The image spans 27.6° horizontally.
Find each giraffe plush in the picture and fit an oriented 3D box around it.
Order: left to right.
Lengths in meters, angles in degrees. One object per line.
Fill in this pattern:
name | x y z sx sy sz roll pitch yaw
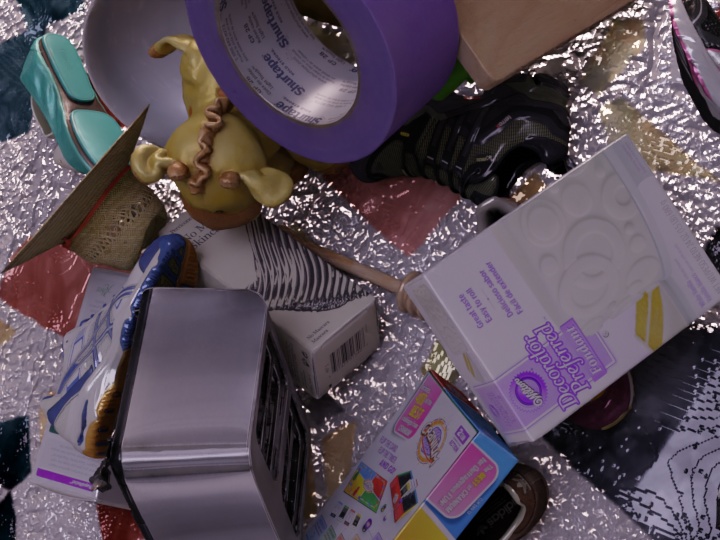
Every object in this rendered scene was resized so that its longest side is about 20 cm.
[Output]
giraffe plush | -0.103 -0.106 1.216 0.172 0.200 0.163 -11 45 24

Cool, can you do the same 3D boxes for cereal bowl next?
cereal bowl | -0.145 -0.204 1.323 0.199 0.201 0.084 -12 34 23

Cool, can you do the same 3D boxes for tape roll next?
tape roll | -0.031 -0.187 1.098 0.199 0.201 0.085 23 49 30

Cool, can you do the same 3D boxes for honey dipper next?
honey dipper | 0.000 0.000 1.264 0.199 0.038 0.038 23 86 35

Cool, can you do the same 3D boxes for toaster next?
toaster | -0.117 0.135 1.159 0.118 0.181 0.201 -5 48 11

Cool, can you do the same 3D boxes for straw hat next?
straw hat | -0.217 -0.045 1.276 0.085 0.201 0.201 41 97 -11

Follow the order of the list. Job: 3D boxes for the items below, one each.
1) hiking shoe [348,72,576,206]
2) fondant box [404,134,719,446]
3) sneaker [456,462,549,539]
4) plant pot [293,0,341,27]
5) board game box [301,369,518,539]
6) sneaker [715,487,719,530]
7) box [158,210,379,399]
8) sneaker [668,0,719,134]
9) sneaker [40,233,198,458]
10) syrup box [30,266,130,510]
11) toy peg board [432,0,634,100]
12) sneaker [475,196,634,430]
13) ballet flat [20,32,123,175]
hiking shoe | 0.082 -0.095 1.224 0.199 0.076 0.101 -16 65 21
fondant box | 0.154 0.014 1.085 0.199 0.058 0.145 -34 90 -16
sneaker | 0.060 0.221 1.133 0.200 0.076 0.070 -47 72 6
plant pot | -0.027 -0.329 1.291 0.200 0.176 0.200 -47 60 6
board game box | 0.026 0.187 1.135 0.200 0.040 0.153 -52 17 4
sneaker | 0.285 0.173 1.046 0.088 0.074 0.200 30 80 30
box | -0.079 0.016 1.261 0.200 0.069 0.082 35 59 29
sneaker | 0.309 -0.137 1.133 0.086 0.080 0.201 -26 72 4
sneaker | -0.210 0.053 1.233 0.088 0.075 0.201 25 89 31
syrup box | -0.218 0.108 1.311 0.081 0.079 0.201 11 80 28
toy peg board | 0.087 -0.246 1.179 0.200 0.200 0.098 55 143 3
sneaker | 0.142 0.033 1.146 0.075 0.090 0.201 -34 62 13
ballet flat | -0.280 -0.142 1.436 0.070 0.067 0.201 -50 57 33
